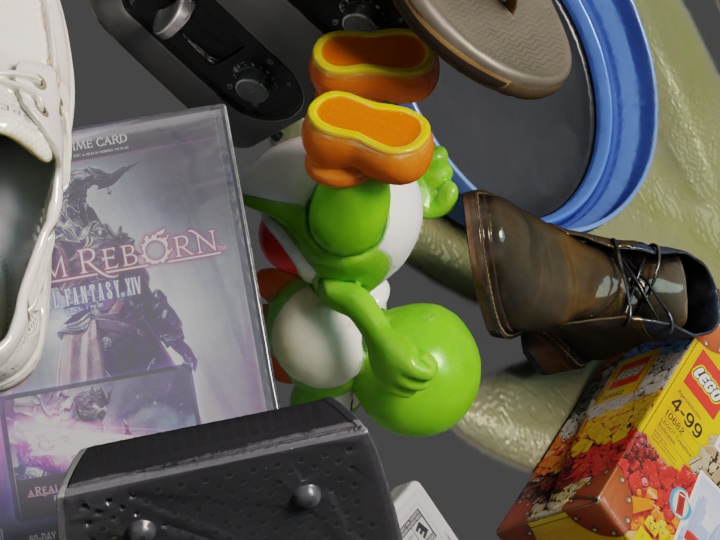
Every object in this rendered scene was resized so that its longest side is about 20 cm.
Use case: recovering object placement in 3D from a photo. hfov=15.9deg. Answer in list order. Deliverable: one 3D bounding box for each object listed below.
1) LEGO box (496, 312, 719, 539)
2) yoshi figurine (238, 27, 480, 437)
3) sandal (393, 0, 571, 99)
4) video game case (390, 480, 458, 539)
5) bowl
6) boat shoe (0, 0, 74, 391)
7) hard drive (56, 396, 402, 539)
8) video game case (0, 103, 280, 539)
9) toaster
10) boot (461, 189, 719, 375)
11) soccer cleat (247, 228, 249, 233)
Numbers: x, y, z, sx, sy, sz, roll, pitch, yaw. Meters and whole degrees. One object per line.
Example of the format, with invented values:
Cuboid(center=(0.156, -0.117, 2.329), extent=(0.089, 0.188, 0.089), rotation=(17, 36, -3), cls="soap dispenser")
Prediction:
Cuboid(center=(0.181, 0.149, 1.315), extent=(0.200, 0.077, 0.149), rotation=(51, 48, -16), cls="LEGO box")
Cuboid(center=(0.015, -0.001, 1.142), extent=(0.112, 0.201, 0.112), rotation=(-23, 48, -30), cls="yoshi figurine")
Cuboid(center=(0.041, -0.168, 1.075), extent=(0.081, 0.054, 0.201), rotation=(-9, 79, -40), cls="sandal")
Cuboid(center=(0.040, 0.219, 1.199), extent=(0.201, 0.018, 0.143), rotation=(56, 45, -11), cls="video game case")
Cuboid(center=(0.075, -0.111, 1.344), extent=(0.200, 0.039, 0.202), rotation=(17, 63, -38), cls="bowl")
Cuboid(center=(-0.147, -0.054, 1.043), extent=(0.070, 0.069, 0.202), rotation=(-1, 79, -12), cls="boat shoe")
Cuboid(center=(-0.046, 0.138, 1.031), extent=(0.042, 0.134, 0.201), rotation=(-106, -174, -50), cls="hard drive")
Cuboid(center=(-0.109, 0.038, 1.073), extent=(0.142, 0.019, 0.201), rotation=(-10, 79, -5), cls="video game case")
Cuboid(center=(-0.013, -0.181, 1.190), extent=(0.118, 0.180, 0.201), rotation=(38, 53, -24), cls="toaster")
Cuboid(center=(0.111, -0.002, 1.234), extent=(0.200, 0.096, 0.075), rotation=(38, 44, -68), cls="boot")
Cuboid(center=(-0.073, 0.071, 1.103), extent=(0.064, 0.083, 0.202), rotation=(13, 66, -43), cls="soccer cleat")
